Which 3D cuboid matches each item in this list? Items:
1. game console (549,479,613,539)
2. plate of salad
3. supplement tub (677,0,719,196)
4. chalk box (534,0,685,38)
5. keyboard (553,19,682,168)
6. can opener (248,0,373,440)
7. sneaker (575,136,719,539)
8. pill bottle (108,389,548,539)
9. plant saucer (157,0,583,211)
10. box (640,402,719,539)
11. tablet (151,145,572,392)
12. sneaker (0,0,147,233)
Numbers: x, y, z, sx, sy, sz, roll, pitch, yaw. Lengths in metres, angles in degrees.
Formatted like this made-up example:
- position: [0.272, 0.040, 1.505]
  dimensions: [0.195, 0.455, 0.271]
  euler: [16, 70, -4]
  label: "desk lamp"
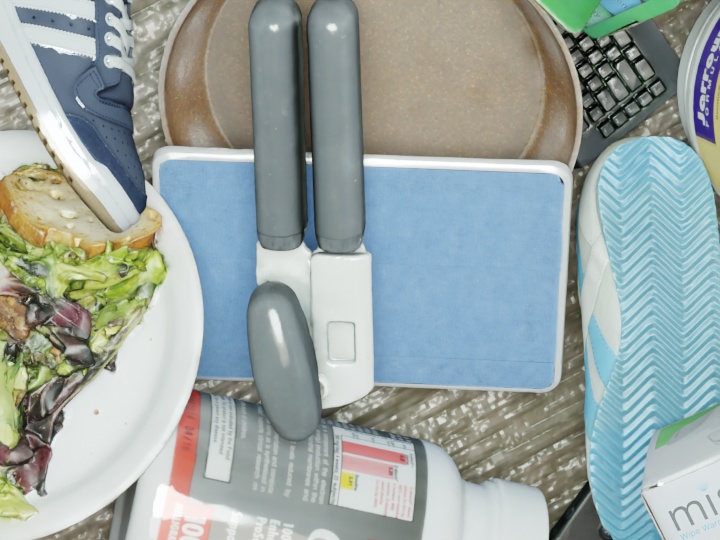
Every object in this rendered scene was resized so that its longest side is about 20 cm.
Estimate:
- position: [0.191, 0.186, 1.296]
  dimensions: [0.200, 0.116, 0.176]
  euler: [35, 96, -13]
  label: "game console"
- position: [-0.172, 0.027, 1.216]
  dimensions: [0.199, 0.048, 0.201]
  euler: [-3, 75, 10]
  label: "plate of salad"
- position: [0.235, -0.074, 1.200]
  dimensions: [0.145, 0.200, 0.146]
  euler: [-2, 101, -12]
  label: "supplement tub"
- position: [0.119, -0.193, 1.169]
  dimensions: [0.125, 0.124, 0.200]
  euler: [42, 67, -13]
  label: "chalk box"
- position: [0.057, -0.134, 1.264]
  dimensions: [0.127, 0.021, 0.200]
  euler: [-37, 102, 1]
  label: "keyboard"
- position: [-0.024, -0.021, 1.179]
  dimensions: [0.053, 0.067, 0.201]
  euler: [1, 115, 7]
  label: "can opener"
- position: [0.143, 0.035, 1.268]
  dimensions: [0.076, 0.081, 0.201]
  euler: [0, 93, -3]
  label: "sneaker"
- position: [-0.017, 0.130, 1.259]
  dimensions: [0.199, 0.116, 0.117]
  euler: [12, 100, -9]
  label: "pill bottle"
- position: [0.006, -0.083, 1.225]
  dimensions: [0.199, 0.035, 0.201]
  euler: [4, 128, 5]
  label: "plant saucer"
- position: [0.252, 0.121, 1.165]
  dimensions: [0.199, 0.097, 0.177]
  euler: [-26, 97, 15]
  label: "box"
- position: [0.000, 0.000, 1.253]
  dimensions: [0.199, 0.014, 0.131]
  euler: [2, 122, 2]
  label: "tablet"
- position: [-0.119, -0.124, 1.196]
  dimensions: [0.108, 0.070, 0.201]
  euler: [-27, 79, -3]
  label: "sneaker"
